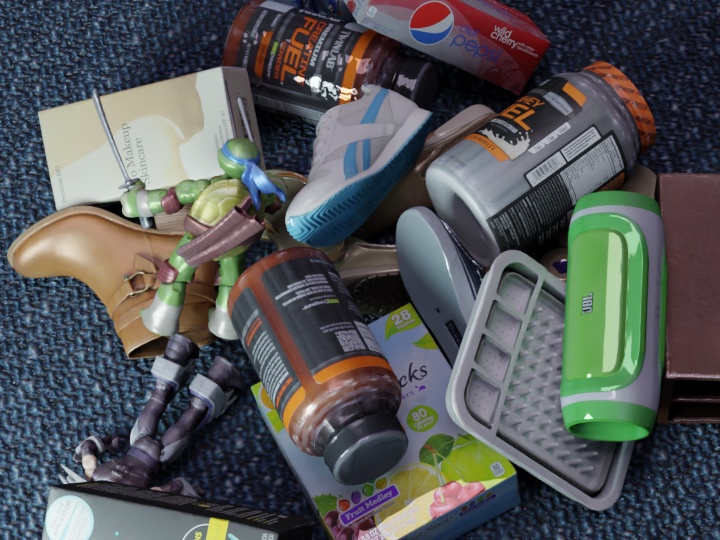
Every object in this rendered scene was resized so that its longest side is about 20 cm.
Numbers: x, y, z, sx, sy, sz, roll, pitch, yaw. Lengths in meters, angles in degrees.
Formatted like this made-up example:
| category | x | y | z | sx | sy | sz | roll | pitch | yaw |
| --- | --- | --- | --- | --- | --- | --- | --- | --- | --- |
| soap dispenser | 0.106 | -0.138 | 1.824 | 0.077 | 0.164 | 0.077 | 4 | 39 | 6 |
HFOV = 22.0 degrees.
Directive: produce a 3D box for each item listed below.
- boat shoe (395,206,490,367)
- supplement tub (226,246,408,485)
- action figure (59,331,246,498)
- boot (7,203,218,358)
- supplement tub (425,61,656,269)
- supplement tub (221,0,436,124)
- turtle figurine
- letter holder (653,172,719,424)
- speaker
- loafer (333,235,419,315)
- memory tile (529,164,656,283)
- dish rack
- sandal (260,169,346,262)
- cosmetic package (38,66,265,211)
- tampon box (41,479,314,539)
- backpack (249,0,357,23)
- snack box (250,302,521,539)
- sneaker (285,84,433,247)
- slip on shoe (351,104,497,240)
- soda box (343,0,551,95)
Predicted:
| category | x | y | z | sx | sy | sz | roll | pitch | yaw |
| --- | --- | --- | --- | --- | --- | --- | --- | --- | --- |
| boat shoe | 0.107 | 0.027 | 1.655 | 0.090 | 0.071 | 0.202 | -25 | 89 | -37 |
| supplement tub | -0.033 | 0.084 | 1.579 | 0.106 | 0.107 | 0.201 | -25 | 57 | -7 |
| action figure | -0.185 | 0.160 | 1.659 | 0.129 | 0.070 | 0.201 | 28 | 70 | 15 |
| boot | -0.232 | 0.016 | 1.748 | 0.198 | 0.074 | 0.156 | -15 | 62 | 2 |
| supplement tub | 0.169 | -0.099 | 1.711 | 0.199 | 0.123 | 0.123 | -36 | 61 | -14 |
| supplement tub | -0.029 | -0.194 | 1.815 | 0.198 | 0.107 | 0.108 | 16 | 62 | 17 |
| turtle figurine | -0.141 | -0.049 | 1.669 | 0.199 | 0.196 | 0.143 | 29 | 27 | 30 |
| letter holder | 0.332 | 0.025 | 1.639 | 0.140 | 0.101 | 0.202 | 0 | 63 | 5 |
| speaker | 0.215 | 0.039 | 1.576 | 0.087 | 0.089 | 0.202 | 2 | 72 | 9 |
| loafer | 0.000 | 0.000 | 1.720 | 0.198 | 0.076 | 0.069 | -6 | 54 | 8 |
| memory tile | 0.196 | -0.021 | 1.741 | 0.152 | 0.017 | 0.202 | 10 | 60 | 13 |
| dish rack | 0.158 | 0.098 | 1.600 | 0.199 | 0.043 | 0.173 | 33 | 61 | -25 |
| sandal | -0.071 | -0.058 | 1.741 | 0.080 | 0.054 | 0.200 | -32 | 31 | -6 |
| cosmetic package | -0.200 | -0.125 | 1.778 | 0.198 | 0.071 | 0.106 | -13 | 90 | 18 |
| tampon box | -0.157 | 0.264 | 1.524 | 0.198 | 0.126 | 0.152 | 8 | 88 | 12 |
| backpack | -0.031 | -0.358 | 1.863 | 0.146 | 0.201 | 0.183 | 28 | 64 | 26 |
| snack box | 0.021 | 0.153 | 1.631 | 0.168 | 0.068 | 0.201 | -28 | 57 | -8 |
| sneaker | -0.015 | -0.095 | 1.680 | 0.080 | 0.077 | 0.200 | 31 | 48 | 14 |
| slip on shoe | 0.065 | -0.083 | 1.766 | 0.199 | 0.076 | 0.061 | -33 | 56 | -21 |
| soda box | 0.083 | -0.243 | 1.786 | 0.064 | 0.199 | 0.070 | -59 | 31 | 20 |
